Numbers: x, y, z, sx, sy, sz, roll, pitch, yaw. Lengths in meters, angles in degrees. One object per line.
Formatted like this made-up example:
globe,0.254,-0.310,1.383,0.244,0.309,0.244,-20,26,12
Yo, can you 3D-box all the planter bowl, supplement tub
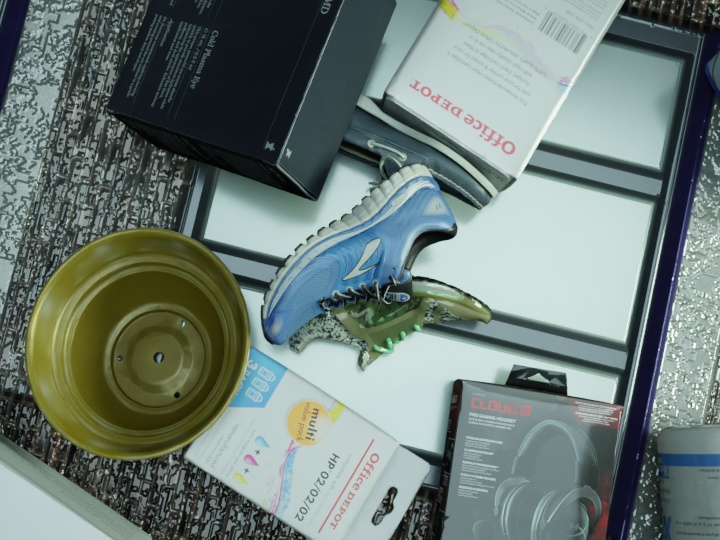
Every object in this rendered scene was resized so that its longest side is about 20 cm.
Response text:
planter bowl,-0.187,0.070,1.125,0.197,0.084,0.203,-1,76,6
supplement tub,0.330,0.237,1.116,0.130,0.132,0.203,-1,83,-3

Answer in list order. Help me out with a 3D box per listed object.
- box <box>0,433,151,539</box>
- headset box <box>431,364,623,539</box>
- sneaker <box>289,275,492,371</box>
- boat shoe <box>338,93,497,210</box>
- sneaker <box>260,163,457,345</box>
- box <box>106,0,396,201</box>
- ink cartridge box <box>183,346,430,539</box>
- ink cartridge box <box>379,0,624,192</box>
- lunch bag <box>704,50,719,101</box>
box,-0.316,0.262,1.082,0.199,0.131,0.200,34,84,1
headset box,0.147,0.188,1.140,0.147,0.077,0.203,10,85,-2
sneaker,0.020,0.047,1.159,0.197,0.077,0.090,5,93,5
boat shoe,0.030,-0.104,1.166,0.199,0.075,0.062,31,82,2
sneaker,0.000,0.000,1.083,0.199,0.079,0.089,-39,79,-3
box,-0.094,-0.190,1.126,0.180,0.104,0.202,20,83,23
ink cartridge box,-0.043,0.170,1.137,0.199,0.068,0.116,32,84,1
ink cartridge box,0.128,-0.198,1.176,0.147,0.086,0.201,33,85,1
lunch bag,0.410,-0.137,1.140,0.123,0.170,0.202,-26,86,-2
